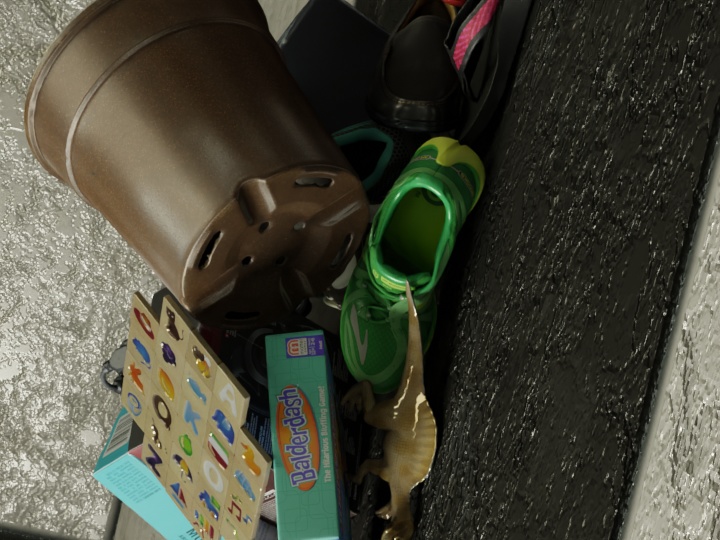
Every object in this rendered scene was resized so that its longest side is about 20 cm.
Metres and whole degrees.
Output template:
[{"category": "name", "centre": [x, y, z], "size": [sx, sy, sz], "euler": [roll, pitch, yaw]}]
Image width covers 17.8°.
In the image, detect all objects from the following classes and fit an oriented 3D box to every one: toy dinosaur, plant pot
[{"category": "toy dinosaur", "centre": [0.030, 0.106, 1.611], "size": [0.101, 0.058, 0.201], "euler": [-174, 88, -65]}, {"category": "plant pot", "centre": [-0.106, -0.077, 1.628], "size": [0.198, 0.200, 0.201], "euler": [52, 137, 36]}]

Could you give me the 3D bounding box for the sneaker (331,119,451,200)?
[{"category": "sneaker", "centre": [-0.032, -0.071, 1.735], "size": [0.091, 0.200, 0.078], "euler": [-1, -111, -63]}]

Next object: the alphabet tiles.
[{"category": "alphabet tiles", "centre": [-0.119, 0.112, 1.637], "size": [0.166, 0.006, 0.200], "euler": [50, 149, 26]}]

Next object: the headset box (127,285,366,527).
[{"category": "headset box", "centre": [-0.091, 0.099, 1.805], "size": [0.077, 0.200, 0.149], "euler": [-29, 44, 40]}]

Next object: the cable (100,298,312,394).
[{"category": "cable", "centre": [-0.119, 0.063, 2.013], "size": [0.163, 0.200, 0.051], "euler": [-5, -106, -60]}]

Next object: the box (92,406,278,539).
[{"category": "box", "centre": [-0.115, 0.187, 1.828], "size": [0.049, 0.200, 0.082], "euler": [-32, 24, 35]}]

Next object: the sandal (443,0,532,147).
[{"category": "sandal", "centre": [0.090, -0.183, 1.608], "size": [0.075, 0.045, 0.200], "euler": [-99, 24, -65]}]

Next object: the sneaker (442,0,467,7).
[{"category": "sneaker", "centre": [0.077, -0.232, 1.653], "size": [0.200, 0.077, 0.085], "euler": [5, -85, -82]}]

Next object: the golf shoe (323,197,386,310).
[{"category": "golf shoe", "centre": [0.000, 0.000, 1.755], "size": [0.200, 0.094, 0.078], "euler": [114, 164, -55]}]

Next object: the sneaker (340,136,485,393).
[{"category": "sneaker", "centre": [0.024, 0.000, 1.619], "size": [0.084, 0.074, 0.200], "euler": [-41, -28, -59]}]

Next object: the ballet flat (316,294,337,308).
[{"category": "ballet flat", "centre": [-0.008, -0.004, 1.935], "size": [0.200, 0.067, 0.071], "euler": [157, 101, -78]}]

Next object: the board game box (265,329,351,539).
[{"category": "board game box", "centre": [-0.034, 0.151, 1.651], "size": [0.200, 0.045, 0.152], "euler": [82, -177, -65]}]

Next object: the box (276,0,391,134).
[{"category": "box", "centre": [-0.050, -0.115, 1.905], "size": [0.200, 0.117, 0.197], "euler": [-55, 5, -3]}]

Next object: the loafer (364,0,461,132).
[{"category": "loafer", "centre": [0.043, -0.155, 1.705], "size": [0.200, 0.073, 0.072], "euler": [-88, 6, -68]}]
